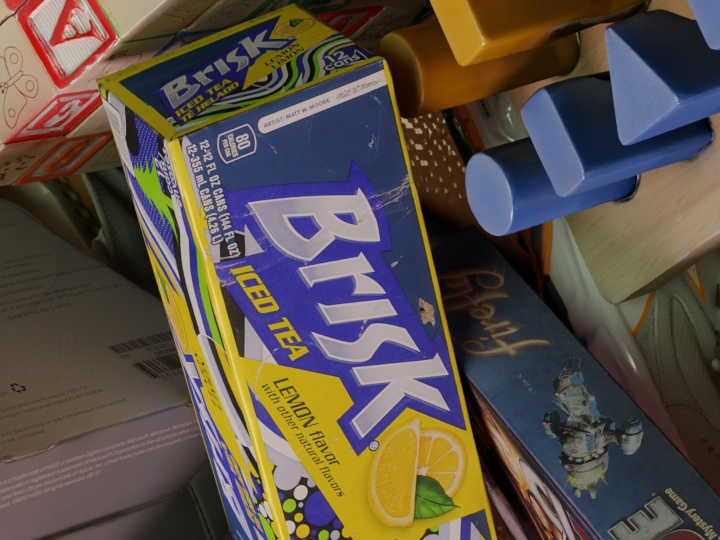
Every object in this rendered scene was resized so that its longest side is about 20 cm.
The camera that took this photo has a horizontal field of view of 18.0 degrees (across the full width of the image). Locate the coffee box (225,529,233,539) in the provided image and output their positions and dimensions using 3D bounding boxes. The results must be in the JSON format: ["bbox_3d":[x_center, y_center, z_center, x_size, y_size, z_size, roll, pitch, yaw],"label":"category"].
[{"bbox_3d":[-0.089,0.177,0.819,0.200,0.198,0.200,29,114,27],"label":"coffee box"}]

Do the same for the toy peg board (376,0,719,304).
[{"bbox_3d":[0.046,-0.102,0.610,0.199,0.098,0.200,67,153,11],"label":"toy peg board"}]

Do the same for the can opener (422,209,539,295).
[{"bbox_3d":[0.000,0.000,0.816,0.200,0.066,0.053,28,112,20],"label":"can opener"}]

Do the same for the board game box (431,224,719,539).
[{"bbox_3d":[0.085,0.090,0.678,0.200,0.035,0.136,51,170,49],"label":"board game box"}]

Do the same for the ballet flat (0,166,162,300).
[{"bbox_3d":[-0.127,-0.043,0.845,0.067,0.064,0.200,-49,61,28],"label":"ballet flat"}]

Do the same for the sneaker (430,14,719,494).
[{"bbox_3d":[0.098,-0.011,0.735,0.092,0.076,0.200,-24,81,-2],"label":"sneaker"}]

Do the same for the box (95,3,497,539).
[{"bbox_3d":[-0.014,0.028,0.677,0.064,0.070,0.200,40,148,56],"label":"box"}]

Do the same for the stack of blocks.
[{"bbox_3d":[-0.048,-0.091,0.744,0.115,0.200,0.059,-37,79,32],"label":"stack of blocks"}]

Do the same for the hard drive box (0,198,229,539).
[{"bbox_3d":[-0.155,0.032,0.737,0.200,0.156,0.077,32,116,29],"label":"hard drive box"}]
